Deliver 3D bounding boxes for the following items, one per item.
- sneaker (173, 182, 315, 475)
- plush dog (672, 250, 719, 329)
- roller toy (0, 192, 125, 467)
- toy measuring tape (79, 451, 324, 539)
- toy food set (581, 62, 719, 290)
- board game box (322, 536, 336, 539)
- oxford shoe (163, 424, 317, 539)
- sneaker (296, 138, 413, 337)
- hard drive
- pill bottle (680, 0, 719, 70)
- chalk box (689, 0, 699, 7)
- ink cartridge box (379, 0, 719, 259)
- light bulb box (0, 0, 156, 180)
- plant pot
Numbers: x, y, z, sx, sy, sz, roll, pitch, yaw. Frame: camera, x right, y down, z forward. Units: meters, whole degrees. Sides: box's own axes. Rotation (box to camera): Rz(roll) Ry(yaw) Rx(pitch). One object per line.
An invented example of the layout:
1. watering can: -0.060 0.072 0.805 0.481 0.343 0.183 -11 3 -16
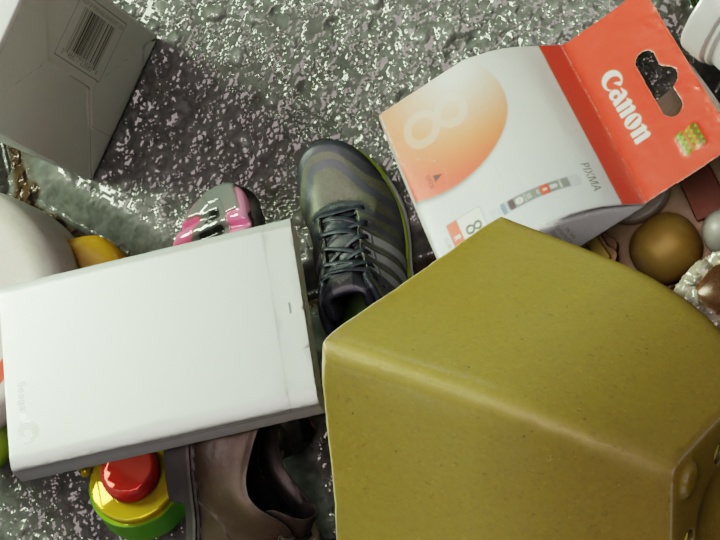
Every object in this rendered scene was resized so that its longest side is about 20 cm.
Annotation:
1. sneaker: -0.072 0.040 1.206 0.079 0.095 0.201 -7 88 40
2. plush dog: 0.250 0.098 1.086 0.172 0.160 0.200 -42 74 28
3. roller toy: -0.280 0.031 1.247 0.182 0.140 0.200 34 90 8
4. toy measuring tape: -0.122 0.166 1.207 0.200 0.074 0.074 24 89 24
5. toy food set: 0.175 -0.021 1.153 0.200 0.060 0.144 -36 73 9
6. board game box: -0.053 0.254 1.199 0.199 0.028 0.136 -10 79 15
7. oxford shoe: -0.068 0.182 1.128 0.084 0.073 0.201 -5 103 24
8. sneaker: 0.000 0.000 1.194 0.074 0.081 0.201 -22 76 13
9. hard drive: -0.130 0.050 1.122 0.199 0.026 0.132 -13 63 6
10. pill bottle: 0.301 -0.111 1.105 0.200 0.104 0.104 42 95 19
11. chalk box: 0.234 -0.262 1.139 0.200 0.124 0.124 -28 74 13
12. ink cartridge box: 0.123 -0.090 1.150 0.200 0.050 0.163 -34 49 16
13. light bulb box: -0.287 -0.174 1.250 0.200 0.198 0.125 24 87 18
14. plant pot: 0.118 0.108 1.008 0.199 0.194 0.196 14 121 33
